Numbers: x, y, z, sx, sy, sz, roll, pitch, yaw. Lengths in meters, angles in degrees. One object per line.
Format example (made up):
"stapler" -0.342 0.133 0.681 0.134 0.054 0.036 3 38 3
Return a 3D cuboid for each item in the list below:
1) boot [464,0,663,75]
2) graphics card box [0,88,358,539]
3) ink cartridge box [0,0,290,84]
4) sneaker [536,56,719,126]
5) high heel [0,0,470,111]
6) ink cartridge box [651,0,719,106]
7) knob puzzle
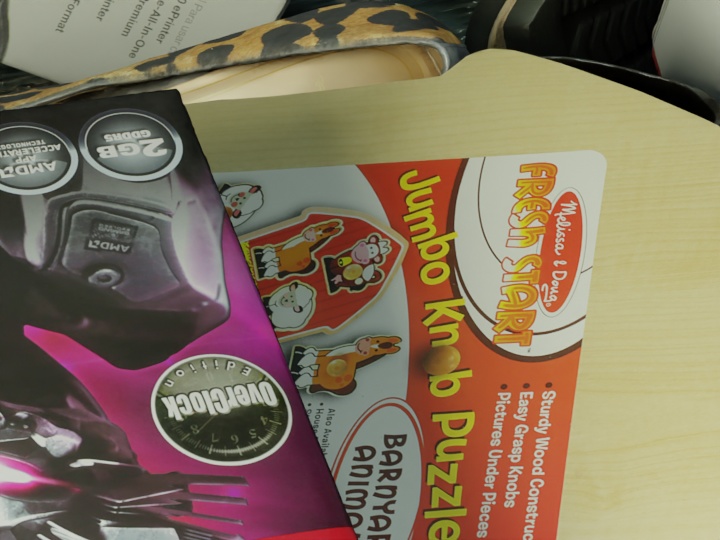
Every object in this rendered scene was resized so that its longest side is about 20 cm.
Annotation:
"boot" 0.041 -0.103 0.906 0.138 0.078 0.200 11 26 23
"graphics card box" -0.070 0.053 0.568 0.125 0.051 0.200 -8 50 -18
"ink cartridge box" -0.123 -0.143 0.881 0.200 0.084 0.145 19 32 -20
"sneaker" 0.000 0.000 0.735 0.200 0.106 0.075 -9 38 -8
"high heel" -0.070 -0.028 0.753 0.200 0.071 0.143 -20 -1 -29
"ink cartridge box" 0.198 -0.035 0.745 0.200 0.083 0.146 -10 66 -9
"knob puzzle" 0.025 0.028 0.643 0.220 0.030 0.220 -10 47 11
